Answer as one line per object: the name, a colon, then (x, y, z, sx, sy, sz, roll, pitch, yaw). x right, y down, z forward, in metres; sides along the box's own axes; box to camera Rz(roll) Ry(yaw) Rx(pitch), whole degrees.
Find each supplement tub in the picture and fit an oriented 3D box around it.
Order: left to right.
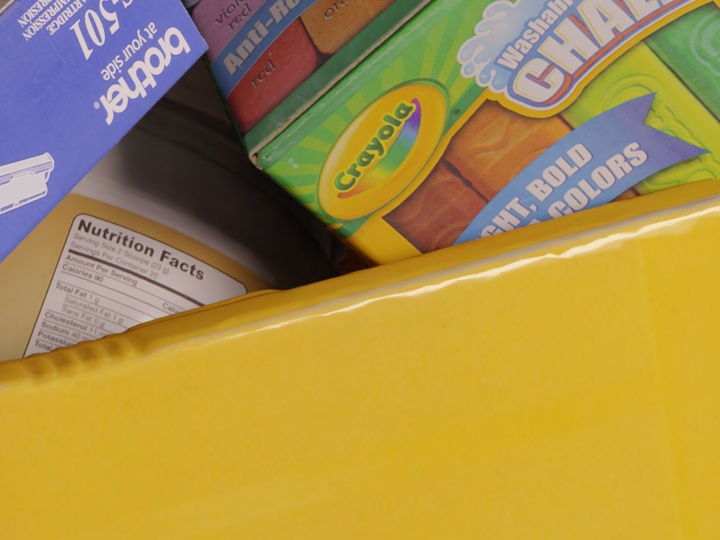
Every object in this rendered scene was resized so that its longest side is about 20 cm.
supplement tub: (-0.085, 0.045, 0.733, 0.144, 0.144, 0.201, 36, 61, -35)

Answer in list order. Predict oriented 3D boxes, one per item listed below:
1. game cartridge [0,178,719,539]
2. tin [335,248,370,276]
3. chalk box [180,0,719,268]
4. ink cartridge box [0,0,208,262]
game cartridge: (0.013, 0.084, 0.652, 0.199, 0.032, 0.177, -13, 106, -14)
tin: (0.000, 0.000, 0.835, 0.042, 0.112, 0.201, 38, 33, -65)
chalk box: (0.032, -0.072, 0.687, 0.200, 0.125, 0.124, 38, 17, -40)
ink cartridge box: (-0.138, -0.026, 0.662, 0.044, 0.199, 0.094, 57, 48, -20)
